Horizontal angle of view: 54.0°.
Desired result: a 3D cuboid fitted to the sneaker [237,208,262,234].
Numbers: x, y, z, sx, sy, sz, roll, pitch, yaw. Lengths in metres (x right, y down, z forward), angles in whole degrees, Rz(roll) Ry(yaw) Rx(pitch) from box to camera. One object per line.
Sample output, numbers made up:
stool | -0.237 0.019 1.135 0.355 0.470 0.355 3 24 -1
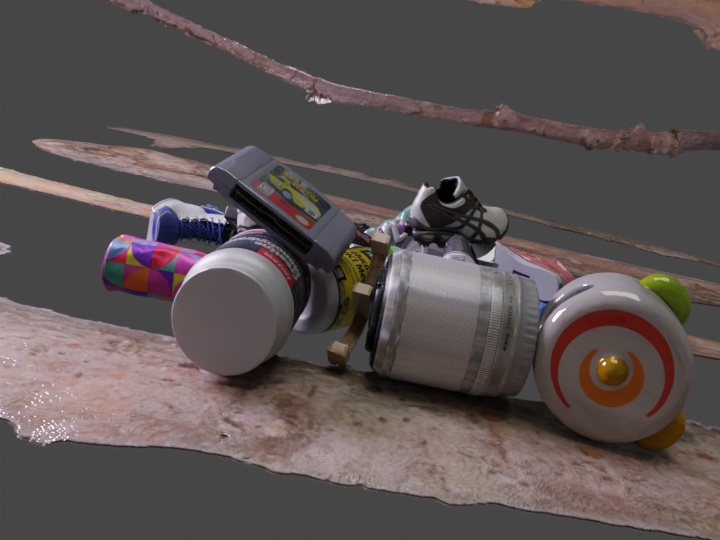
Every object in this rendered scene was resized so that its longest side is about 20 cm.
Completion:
sneaker | -0.097 -0.047 1.033 0.197 0.090 0.075 15 -17 -36

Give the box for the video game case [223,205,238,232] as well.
video game case | -0.133 -0.053 1.267 0.177 0.026 0.200 14 -14 10

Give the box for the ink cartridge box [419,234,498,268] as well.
ink cartridge box | 0.145 0.004 1.111 0.113 0.201 0.068 12 59 1

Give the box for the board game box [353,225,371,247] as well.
board game box | -0.064 -0.083 1.145 0.101 0.020 0.199 16 -8 30

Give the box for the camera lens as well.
camera lens | 0.110 0.068 0.894 0.195 0.163 0.160 11 14 0

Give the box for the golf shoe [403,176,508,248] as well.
golf shoe | 0.156 -0.090 1.045 0.197 0.096 0.077 -8 30 -38

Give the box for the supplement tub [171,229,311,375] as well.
supplement tub | -0.141 0.034 0.870 0.137 0.143 0.200 11 14 2

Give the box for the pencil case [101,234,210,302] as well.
pencil case | -0.265 0.003 1.014 0.195 0.090 0.089 9 14 -7

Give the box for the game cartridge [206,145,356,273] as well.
game cartridge | -0.097 -0.087 0.941 0.199 0.041 0.133 38 23 -3

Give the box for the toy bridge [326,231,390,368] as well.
toy bridge | 0.003 0.042 0.952 0.027 0.068 0.203 15 57 11

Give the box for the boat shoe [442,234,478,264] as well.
boat shoe | 0.148 0.029 1.020 0.068 0.202 0.067 -4 49 17

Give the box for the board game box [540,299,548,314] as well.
board game box | 0.264 0.048 1.323 0.197 0.046 0.151 20 17 28

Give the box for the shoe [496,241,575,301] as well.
shoe | 0.300 -0.002 1.316 0.198 0.073 0.090 28 20 34

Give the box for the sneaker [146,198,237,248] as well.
sneaker | -0.292 -0.083 1.324 0.113 0.082 0.198 17 14 30

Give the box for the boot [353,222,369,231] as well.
boot | -0.069 -0.080 1.482 0.164 0.078 0.201 4 23 -14

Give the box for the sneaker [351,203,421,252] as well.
sneaker | 0.066 -0.025 1.360 0.198 0.142 0.078 -30 -5 -2

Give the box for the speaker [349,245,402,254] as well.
speaker | 0.000 0.000 1.223 0.197 0.090 0.088 -3 19 -43

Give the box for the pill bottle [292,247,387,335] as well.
pill bottle | -0.023 0.025 1.049 0.111 0.115 0.198 21 17 34

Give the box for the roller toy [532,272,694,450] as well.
roller toy | 0.300 0.106 0.853 0.178 0.205 0.140 4 11 16
